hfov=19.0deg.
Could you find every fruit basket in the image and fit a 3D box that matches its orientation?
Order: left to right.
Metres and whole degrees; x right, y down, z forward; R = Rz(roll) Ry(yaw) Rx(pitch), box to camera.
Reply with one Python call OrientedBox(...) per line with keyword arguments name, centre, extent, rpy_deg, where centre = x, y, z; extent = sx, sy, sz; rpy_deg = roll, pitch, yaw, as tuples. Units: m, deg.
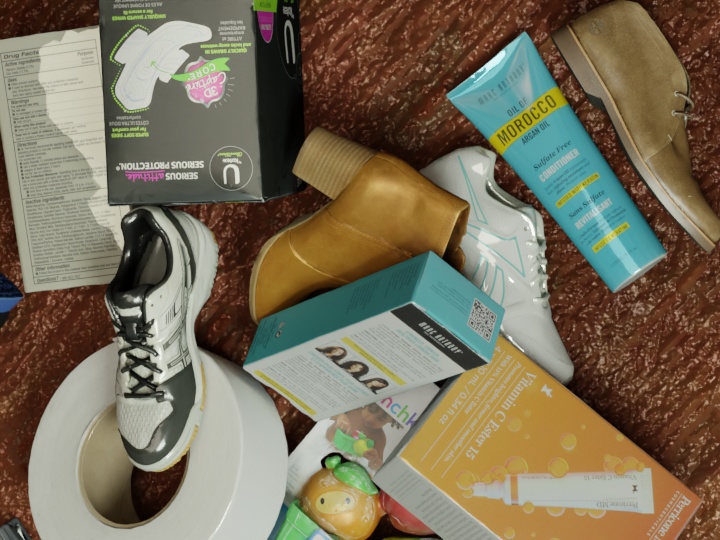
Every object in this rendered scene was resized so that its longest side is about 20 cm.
OrientedBox(name="fruit basket", centre=(0.023, 0.191, 1.656), extent=(0.185, 0.094, 0.200), rpy_deg=(41, 100, 6))

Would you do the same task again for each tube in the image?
OrientedBox(name="tube", centre=(0.153, -0.078, 1.624), extent=(0.077, 0.050, 0.200), rpy_deg=(-37, 81, 7))

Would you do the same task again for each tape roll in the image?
OrientedBox(name="tape roll", centre=(-0.157, 0.153, 1.665), extent=(0.202, 0.071, 0.203), rpy_deg=(-10, 70, 28))

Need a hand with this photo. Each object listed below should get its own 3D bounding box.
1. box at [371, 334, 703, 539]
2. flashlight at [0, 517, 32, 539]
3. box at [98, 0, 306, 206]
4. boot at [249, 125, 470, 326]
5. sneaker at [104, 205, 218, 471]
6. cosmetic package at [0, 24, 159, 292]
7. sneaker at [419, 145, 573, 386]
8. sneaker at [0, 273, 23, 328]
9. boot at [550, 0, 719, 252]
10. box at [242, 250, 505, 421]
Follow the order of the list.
OrientedBox(name="box", centre=(0.129, 0.162, 1.589), extent=(0.200, 0.097, 0.125), rpy_deg=(38, 70, 1))
OrientedBox(name="flashlight", centre=(-0.257, 0.305, 1.746), extent=(0.068, 0.068, 0.200), rpy_deg=(-35, 88, 11))
OrientedBox(name="box", centre=(-0.117, -0.152, 1.624), extent=(0.124, 0.149, 0.201), rpy_deg=(0, 95, 12))
OrientedBox(name="boot", centre=(0.000, -0.001, 1.616), extent=(0.144, 0.071, 0.202), rpy_deg=(32, 130, 15))
OrientedBox(name="sneaker", centre=(-0.163, 0.048, 1.609), extent=(0.075, 0.088, 0.201), rpy_deg=(-5, 72, 26))
OrientedBox(name="cosmetic package", centre=(-0.222, -0.089, 1.695), extent=(0.103, 0.073, 0.201), rpy_deg=(-6, 94, 14))
OrientedBox(name="sneaker", centre=(0.111, -0.003, 1.626), extent=(0.080, 0.070, 0.201), rpy_deg=(-33, 87, 12))
OrientedBox(name="sneaker", centre=(-0.331, 0.035, 1.667), extent=(0.070, 0.200, 0.078), rpy_deg=(40, 98, 15))
OrientedBox(name="boot", centre=(0.223, -0.109, 1.592), extent=(0.075, 0.074, 0.200), rpy_deg=(-31, 86, 4))
OrientedBox(name="box", centre=(0.007, 0.051, 1.593), extent=(0.082, 0.049, 0.200), rpy_deg=(38, 143, -26))
